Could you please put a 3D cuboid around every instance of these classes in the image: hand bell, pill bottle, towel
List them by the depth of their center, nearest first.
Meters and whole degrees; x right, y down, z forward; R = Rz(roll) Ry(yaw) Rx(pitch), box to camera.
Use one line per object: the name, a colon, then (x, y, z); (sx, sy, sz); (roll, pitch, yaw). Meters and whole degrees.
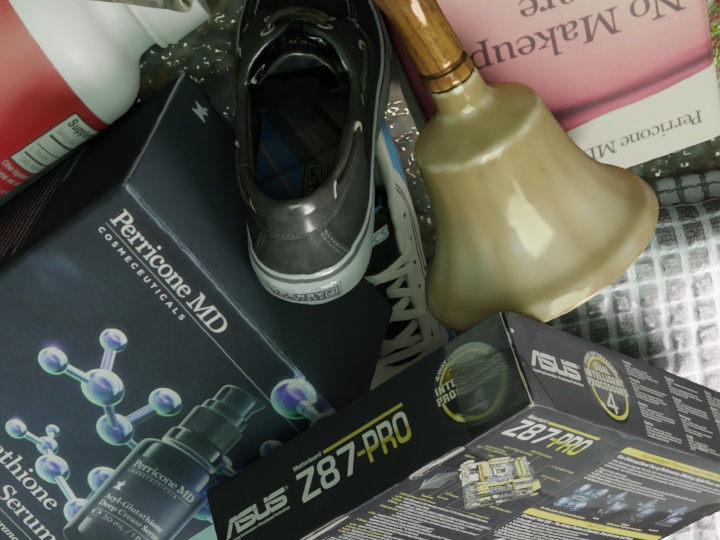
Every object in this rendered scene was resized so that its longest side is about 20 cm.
hand bell: (0.031, -0.085, 0.841); (0.104, 0.104, 0.200); (-28, 117, 2)
pill bottle: (-0.169, -0.090, 0.934); (0.200, 0.112, 0.112); (-34, 108, 4)
towel: (0.163, 0.056, 1.036); (0.165, 0.086, 0.201); (-12, 108, -3)

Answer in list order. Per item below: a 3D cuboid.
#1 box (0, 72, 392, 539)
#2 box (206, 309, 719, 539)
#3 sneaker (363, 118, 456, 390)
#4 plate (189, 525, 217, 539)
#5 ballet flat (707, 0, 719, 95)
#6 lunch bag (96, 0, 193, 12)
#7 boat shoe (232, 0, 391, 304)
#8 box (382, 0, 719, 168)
box: (-0.111, 0.039, 0.953); (0.200, 0.107, 0.149); (-34, 109, 25)
box: (0.058, 0.092, 0.918); (0.161, 0.049, 0.200); (-31, 150, 28)
sneaker: (0.000, 0.000, 1.005); (0.072, 0.073, 0.201); (-22, 110, -2)
plate: (-0.028, 0.192, 1.086); (0.199, 0.026, 0.201); (-2, 107, -6)
ballet flat: (0.213, -0.154, 0.984); (0.075, 0.064, 0.201); (17, 105, -36)
lunch bag: (-0.120, -0.213, 0.853); (0.163, 0.201, 0.118); (7, 154, 24)
boat shoe: (-0.022, -0.077, 0.914); (0.068, 0.200, 0.057); (-7, 139, 4)
box: (0.069, -0.143, 0.915); (0.127, 0.109, 0.200); (-19, 131, -1)
